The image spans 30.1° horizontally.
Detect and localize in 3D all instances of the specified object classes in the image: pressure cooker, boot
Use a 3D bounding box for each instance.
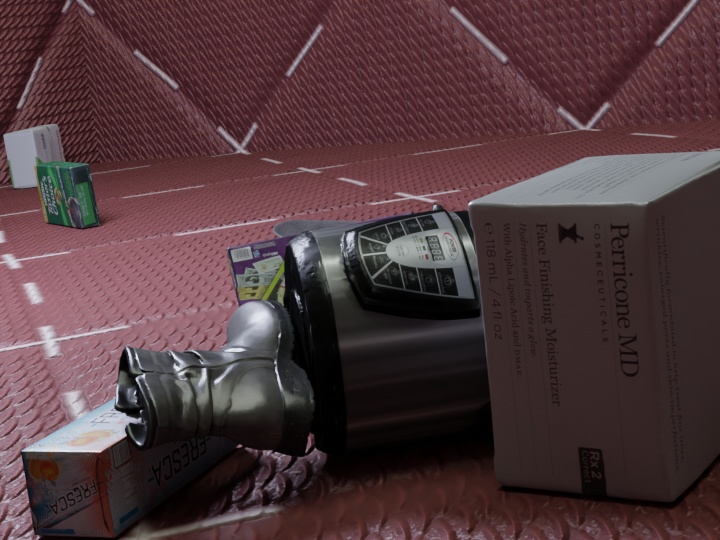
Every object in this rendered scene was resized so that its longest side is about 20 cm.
[{"bbox_3d":[0.048,0.042,1.025,0.199,0.177,0.179,-7,8,-8],"label":"pressure cooker"},{"bbox_3d":[-0.114,0.068,0.983,0.131,0.070,0.200,6,16,-16],"label":"boot"}]

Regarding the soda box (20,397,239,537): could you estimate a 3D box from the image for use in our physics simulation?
[{"bbox_3d":[-0.163,0.130,0.987,0.068,0.064,0.200,-2,10,22],"label":"soda box"}]

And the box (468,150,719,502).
[{"bbox_3d":[0.184,0.030,0.931,0.130,0.200,0.200,0,13,34],"label":"box"}]

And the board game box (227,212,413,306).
[{"bbox_3d":[-0.027,0.014,1.370,0.199,0.120,0.032,-11,-31,-9],"label":"board game box"}]

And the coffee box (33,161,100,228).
[{"bbox_3d":[-0.567,-0.147,2.585,0.044,0.123,0.200,-16,15,-31],"label":"coffee box"}]

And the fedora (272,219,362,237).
[{"bbox_3d":[0.000,0.000,1.508,0.199,0.091,0.177,1,12,-4],"label":"fedora"}]

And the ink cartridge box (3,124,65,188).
[{"bbox_3d":[-0.854,-0.302,3.529,0.084,0.147,0.200,-7,10,7],"label":"ink cartridge box"}]
